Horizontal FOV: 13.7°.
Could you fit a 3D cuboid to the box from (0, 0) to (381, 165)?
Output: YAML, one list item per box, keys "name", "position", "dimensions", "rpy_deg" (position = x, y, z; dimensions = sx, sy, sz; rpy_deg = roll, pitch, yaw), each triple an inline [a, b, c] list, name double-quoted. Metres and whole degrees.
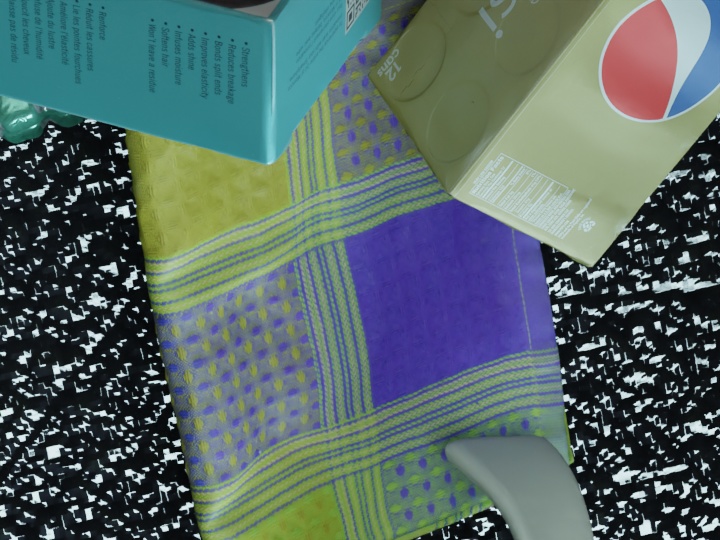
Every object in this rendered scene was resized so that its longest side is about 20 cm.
- name: "box"
  position: [-0.100, -0.093, 0.858]
  dimensions: [0.200, 0.082, 0.049]
  rpy_deg: [15, 130, 16]

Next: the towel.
- name: "towel"
  position: [0.000, 0.000, 0.935]
  dimensions: [0.144, 0.023, 0.200]
  rpy_deg: [-19, 115, -29]

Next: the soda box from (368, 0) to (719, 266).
- name: "soda box"
  position: [0.093, -0.103, 0.869]
  dimensions: [0.064, 0.068, 0.200]
  rpy_deg: [26, 111, -38]

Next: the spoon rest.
- name: "spoon rest"
  position: [0.035, 0.155, 0.974]
  dimensions: [0.099, 0.061, 0.200]
  rpy_deg: [-2, 115, -35]

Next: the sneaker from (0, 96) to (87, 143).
- name: "sneaker"
  position: [-0.128, -0.077, 0.913]
  dimensions: [0.200, 0.074, 0.088]
  rpy_deg: [-22, 90, -10]
